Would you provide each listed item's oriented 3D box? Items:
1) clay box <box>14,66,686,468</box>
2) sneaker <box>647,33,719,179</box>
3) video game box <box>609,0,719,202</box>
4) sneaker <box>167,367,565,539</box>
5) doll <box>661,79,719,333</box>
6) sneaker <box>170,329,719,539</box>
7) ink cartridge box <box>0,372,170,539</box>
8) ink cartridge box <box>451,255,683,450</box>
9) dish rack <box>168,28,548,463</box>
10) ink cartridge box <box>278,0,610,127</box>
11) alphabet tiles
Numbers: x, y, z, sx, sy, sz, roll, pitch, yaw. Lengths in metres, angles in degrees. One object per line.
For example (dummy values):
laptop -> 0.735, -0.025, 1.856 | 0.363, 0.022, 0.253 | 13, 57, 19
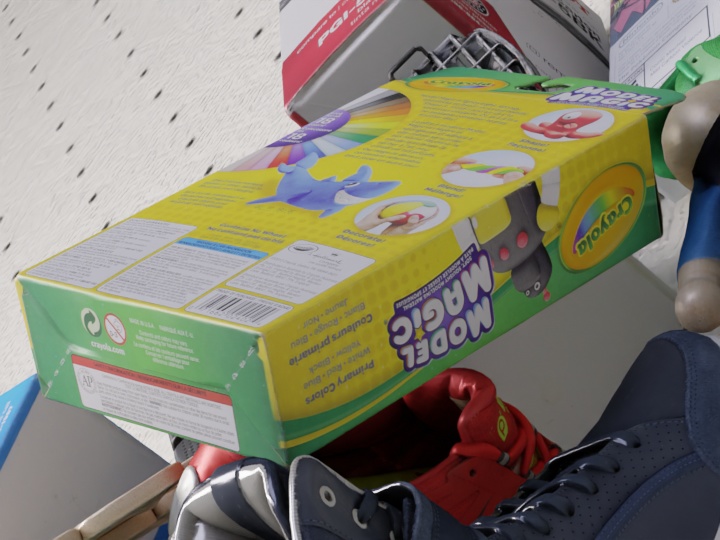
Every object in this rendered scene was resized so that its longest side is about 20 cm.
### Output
clay box -> 0.005, -0.010, 0.838 | 0.114, 0.048, 0.199 | 12, 30, 44
sneaker -> 0.159, -0.059, 0.935 | 0.083, 0.074, 0.200 | -32, 3, -19
video game box -> 0.183, -0.146, 1.100 | 0.200, 0.047, 0.183 | -42, 24, 28
sneaker -> 0.041, 0.071, 0.829 | 0.077, 0.199, 0.085 | -120, 35, -54
doll -> 0.141, -0.036, 0.818 | 0.137, 0.048, 0.200 | -56, 19, -5
sneaker -> 0.032, 0.068, 0.743 | 0.077, 0.146, 0.203 | -34, 25, 51
ink cartridge box -> -0.173, 0.147, 1.093 | 0.200, 0.084, 0.147 | -31, 30, 51
ink cartridge box -> 0.019, 0.056, 1.064 | 0.147, 0.083, 0.200 | -59, 19, -19
dish rack -> 0.000, 0.000, 1.002 | 0.200, 0.054, 0.153 | -47, 21, 7
ink cartridge box -> 0.042, -0.092, 1.178 | 0.083, 0.147, 0.200 | -45, 21, 18
alphabet tiles -> -0.126, 0.116, 0.877 | 0.199, 0.015, 0.196 | -32, -3, -26
